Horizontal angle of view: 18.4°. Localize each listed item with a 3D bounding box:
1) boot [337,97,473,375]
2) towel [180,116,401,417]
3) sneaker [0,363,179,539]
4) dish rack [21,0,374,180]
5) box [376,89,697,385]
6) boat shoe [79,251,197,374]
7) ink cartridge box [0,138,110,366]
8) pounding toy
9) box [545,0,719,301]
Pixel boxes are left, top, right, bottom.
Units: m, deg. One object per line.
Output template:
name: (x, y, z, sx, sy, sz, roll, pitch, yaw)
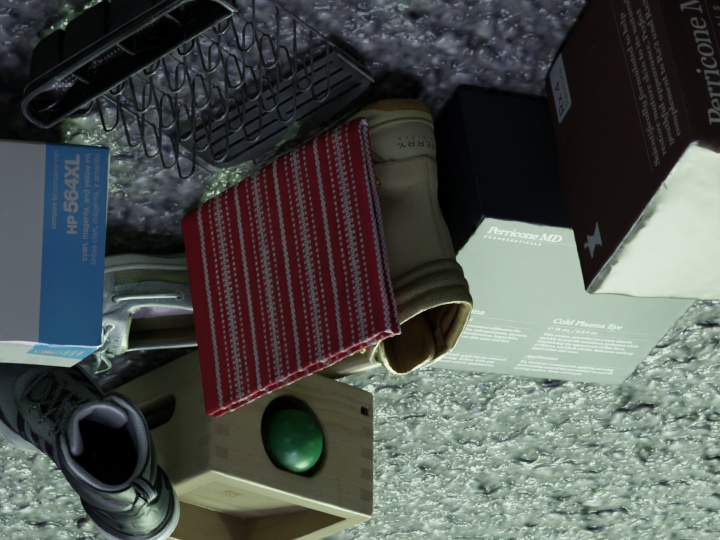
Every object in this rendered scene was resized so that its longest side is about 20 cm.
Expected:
boot: (0.000, 0.000, 1.448, 0.072, 0.157, 0.200, 1, 153, -35)
towel: (-0.048, 0.002, 1.428, 0.022, 0.146, 0.199, 4, 160, -39)
sneaker: (-0.200, 0.101, 1.544, 0.075, 0.200, 0.114, -40, 164, -18)
dish rack: (-0.092, -0.112, 1.355, 0.153, 0.055, 0.200, -26, 144, 27)
box: (0.126, -0.017, 1.507, 0.198, 0.105, 0.182, 7, 146, -23)
boat shoe: (-0.145, 0.031, 1.523, 0.200, 0.065, 0.075, -8, 150, -26)
ink cartridge box: (-0.262, -0.013, 1.358, 0.198, 0.127, 0.128, 5, 172, -15)
pounding toy: (-0.073, 0.119, 1.670, 0.183, 0.143, 0.199, 20, 148, -37)
box: (0.242, -0.090, 1.365, 0.198, 0.167, 0.165, 3, 147, -19)
